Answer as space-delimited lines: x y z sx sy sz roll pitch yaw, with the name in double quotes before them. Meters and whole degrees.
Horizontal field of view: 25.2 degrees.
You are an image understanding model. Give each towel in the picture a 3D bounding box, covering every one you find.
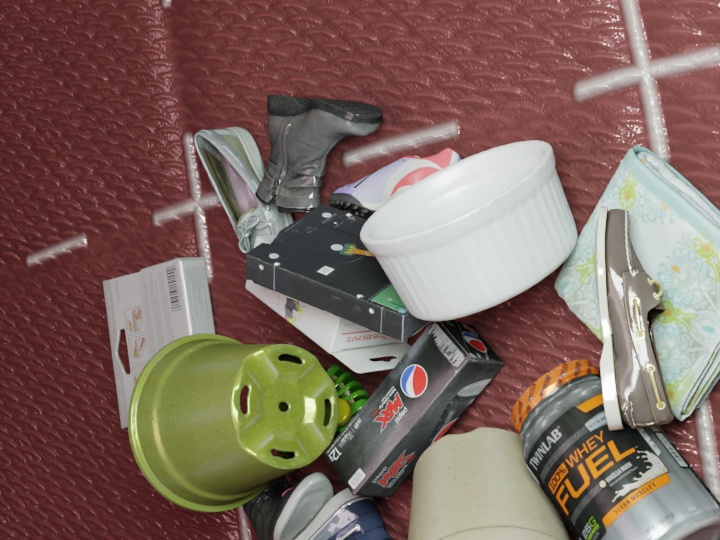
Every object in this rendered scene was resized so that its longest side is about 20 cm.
"towel" 0.274 0.012 1.462 0.200 0.048 0.172 50 127 33

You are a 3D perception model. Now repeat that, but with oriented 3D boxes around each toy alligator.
"toy alligator" -0.004 0.164 1.784 0.054 0.059 0.200 -38 58 -2

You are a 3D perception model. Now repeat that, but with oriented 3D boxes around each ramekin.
"ramekin" 0.109 -0.035 1.530 0.200 0.200 0.098 -9 114 48

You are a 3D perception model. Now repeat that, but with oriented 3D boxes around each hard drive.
"hard drive" 0.000 0.000 1.662 0.199 0.140 0.038 20 126 28

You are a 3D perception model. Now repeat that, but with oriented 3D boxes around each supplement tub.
"supplement tub" 0.230 0.186 1.470 0.200 0.122 0.123 53 129 30

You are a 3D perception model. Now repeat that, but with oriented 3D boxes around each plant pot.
"plant pot" -0.123 0.155 1.733 0.184 0.200 0.201 -19 80 57
"plant pot" 0.120 0.259 1.536 0.201 0.200 0.184 -56 24 35

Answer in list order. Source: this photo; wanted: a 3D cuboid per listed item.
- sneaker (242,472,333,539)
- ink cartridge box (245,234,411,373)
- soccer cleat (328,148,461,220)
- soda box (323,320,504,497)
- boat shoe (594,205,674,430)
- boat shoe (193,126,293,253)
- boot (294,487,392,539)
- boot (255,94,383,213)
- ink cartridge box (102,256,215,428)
"sneaker" -0.090 0.263 1.847 0.099 0.070 0.200 57 150 26
"ink cartridge box" -0.018 0.030 1.737 0.200 0.115 0.068 35 119 40
"soccer cleat" 0.038 -0.086 1.714 0.200 0.068 0.073 -4 56 59
"soda box" 0.054 0.144 1.666 0.200 0.071 0.063 -51 56 19
"boat shoe" 0.241 0.040 1.424 0.059 0.072 0.201 -5 76 13
"boat shoe" -0.137 -0.080 1.896 0.074 0.065 0.203 -39 65 43
"boot" -0.035 0.339 1.815 0.200 0.073 0.090 -56 49 34
"boot" -0.045 -0.124 1.788 0.200 0.070 0.132 14 99 59
"ink cartridge box" -0.252 0.095 2.057 0.176 0.045 0.201 -13 83 47
